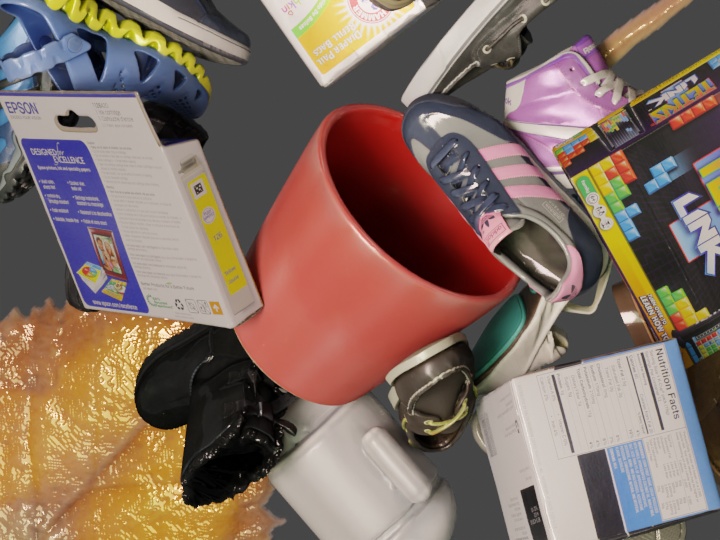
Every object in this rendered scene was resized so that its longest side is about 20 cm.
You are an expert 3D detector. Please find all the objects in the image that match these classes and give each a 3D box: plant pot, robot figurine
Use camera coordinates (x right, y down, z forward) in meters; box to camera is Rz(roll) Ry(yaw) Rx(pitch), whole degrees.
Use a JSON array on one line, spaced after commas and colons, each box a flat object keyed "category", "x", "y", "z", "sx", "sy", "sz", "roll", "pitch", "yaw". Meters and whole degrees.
[{"category": "plant pot", "x": 0.000, "y": 0.000, "z": 1.570, "sx": 0.200, "sy": 0.200, "sz": 0.177, "roll": 43, "pitch": 123, "yaw": 0}, {"category": "robot figurine", "x": 0.002, "y": 0.179, "z": 1.657, "sx": 0.200, "sy": 0.113, "sz": 0.169, "roll": 50, "pitch": 154, "yaw": -2}]

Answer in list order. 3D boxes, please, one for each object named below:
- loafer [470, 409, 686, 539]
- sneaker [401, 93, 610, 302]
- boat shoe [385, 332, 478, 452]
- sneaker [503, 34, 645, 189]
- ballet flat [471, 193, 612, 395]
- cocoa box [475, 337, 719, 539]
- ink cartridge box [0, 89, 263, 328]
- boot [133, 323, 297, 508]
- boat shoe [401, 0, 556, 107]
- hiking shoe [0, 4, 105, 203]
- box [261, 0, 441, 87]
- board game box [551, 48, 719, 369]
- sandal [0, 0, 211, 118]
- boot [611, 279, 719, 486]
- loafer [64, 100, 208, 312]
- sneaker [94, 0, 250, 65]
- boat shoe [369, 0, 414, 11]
[{"category": "loafer", "x": 0.178, "y": 0.168, "z": 1.636, "sx": 0.199, "sy": 0.063, "sz": 0.072, "roll": 34, "pitch": 81, "yaw": 1}, {"category": "sneaker", "x": 0.102, "y": -0.055, "z": 1.509, "sx": 0.200, "sy": 0.082, "sz": 0.070, "roll": 41, "pitch": 122, "yaw": 7}, {"category": "boat shoe", "x": 0.062, "y": 0.099, "z": 1.565, "sx": 0.071, "sy": 0.201, "sz": 0.061, "roll": -25, "pitch": 78, "yaw": -6}, {"category": "sneaker", "x": 0.204, "y": -0.124, "z": 1.523, "sx": 0.198, "sy": 0.073, "sz": 0.116, "roll": -3, "pitch": 101, "yaw": 16}, {"category": "ballet flat", "x": 0.152, "y": 0.032, "z": 1.596, "sx": 0.069, "sy": 0.069, "sz": 0.201, "roll": 33, "pitch": 113, "yaw": 5}, {"category": "cocoa box", "x": 0.176, "y": 0.139, "z": 1.507, "sx": 0.130, "sy": 0.200, "sz": 0.135, "roll": -14, "pitch": 82, "yaw": -6}, {"category": "ink cartridge box", "x": -0.182, "y": -0.057, "z": 1.553, "sx": 0.197, "sy": 0.047, "sz": 0.202, "roll": 7, "pitch": 122, "yaw": 48}, {"category": "boot", "x": -0.126, "y": 0.122, "z": 1.639, "sx": 0.073, "sy": 0.164, "sz": 0.198, "roll": 29, "pitch": 130, "yaw": -28}, {"category": "boat shoe", "x": 0.110, "y": -0.189, "z": 1.533, "sx": 0.057, "sy": 0.069, "sz": 0.200, "roll": 42, "pitch": 112, "yaw": 0}, {"category": "hiking shoe", "x": -0.279, "y": -0.156, "z": 1.668, "sx": 0.086, "sy": 0.074, "sz": 0.202, "roll": 27, "pitch": 102, "yaw": 11}, {"category": "box", "x": -0.031, "y": -0.260, "z": 1.535, "sx": 0.112, "sy": 0.101, "sz": 0.201, "roll": -33, "pitch": 95, "yaw": 24}, {"category": "board game box", "x": 0.258, "y": -0.045, "z": 1.466, "sx": 0.164, "sy": 0.057, "sz": 0.201, "roll": -30, "pitch": 121, "yaw": 7}, {"category": "sandal", "x": -0.210, "y": -0.163, "z": 1.578, "sx": 0.199, "sy": 0.079, "sz": 0.088, "roll": 25, "pitch": 78, "yaw": -26}, {"category": "boot", "x": 0.275, "y": 0.086, "z": 1.571, "sx": 0.075, "sy": 0.074, "sz": 0.201, "roll": -26, "pitch": 96, "yaw": 13}, {"category": "loafer", "x": -0.189, "y": -0.046, "z": 1.670, "sx": 0.070, "sy": 0.068, "sz": 0.202, "roll": 32, "pitch": 110, "yaw": 15}, {"category": "sneaker", "x": -0.149, "y": -0.262, "z": 1.584, "sx": 0.201, "sy": 0.077, "sz": 0.147, "roll": 29, "pitch": 81, "yaw": -27}, {"category": "boat shoe", "x": 0.073, "y": -0.272, "z": 1.460, "sx": 0.074, "sy": 0.201, "sz": 0.073, "roll": 40, "pitch": 158, "yaw": -12}]
